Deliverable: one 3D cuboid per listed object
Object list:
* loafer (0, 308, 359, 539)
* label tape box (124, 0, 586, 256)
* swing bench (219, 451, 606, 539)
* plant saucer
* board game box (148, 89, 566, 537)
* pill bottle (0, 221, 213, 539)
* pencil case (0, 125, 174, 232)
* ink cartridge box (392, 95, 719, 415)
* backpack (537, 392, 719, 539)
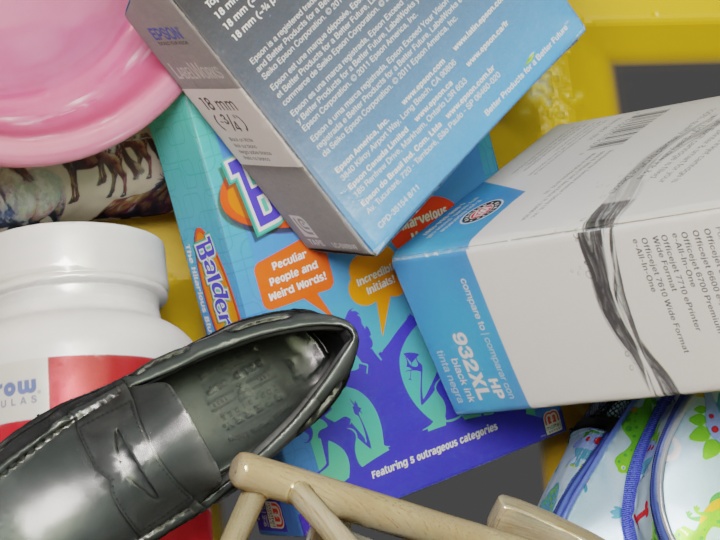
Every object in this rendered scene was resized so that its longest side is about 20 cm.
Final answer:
[{"bbox_3d":[-0.085,0.070,0.936,0.200,0.070,0.068,-31,87,-30],"label":"loafer"},{"bbox_3d":[-0.018,-0.128,0.982,0.144,0.063,0.200,-46,114,-19],"label":"label tape box"},{"bbox_3d":[0.018,0.199,0.953,0.199,0.130,0.200,12,110,-38],"label":"swing bench"},{"bbox_3d":[-0.146,-0.144,0.971,0.199,0.051,0.202,-3,96,-31],"label":"plant saucer"},{"bbox_3d":[0.000,0.000,1.064,0.151,0.045,0.202,-19,96,-31],"label":"board game box"},{"bbox_3d":[-0.121,0.087,1.018,0.111,0.112,0.202,-1,73,-14],"label":"pill bottle"},{"bbox_3d":[-0.165,-0.048,1.061,0.198,0.089,0.078,-13,93,-17],"label":"pencil case"},{"bbox_3d":[0.138,-0.013,1.007,0.145,0.199,0.084,-36,110,-43],"label":"ink cartridge box"},{"bbox_3d":[0.170,0.123,1.059,0.183,0.147,0.200,37,71,1],"label":"backpack"}]
